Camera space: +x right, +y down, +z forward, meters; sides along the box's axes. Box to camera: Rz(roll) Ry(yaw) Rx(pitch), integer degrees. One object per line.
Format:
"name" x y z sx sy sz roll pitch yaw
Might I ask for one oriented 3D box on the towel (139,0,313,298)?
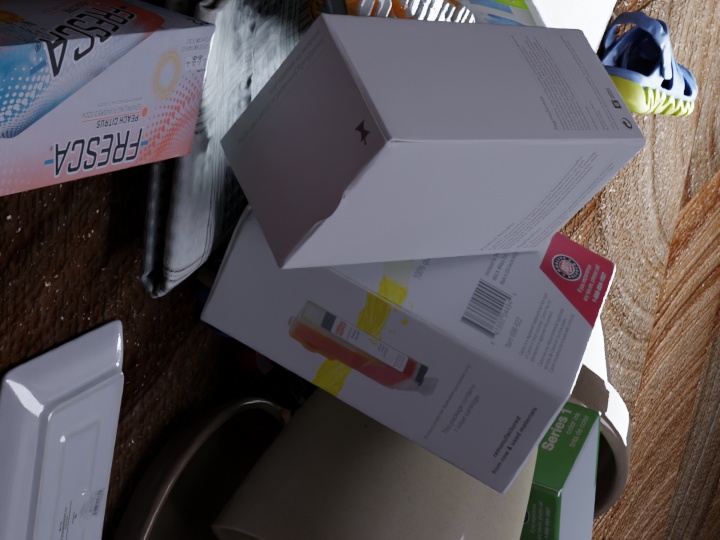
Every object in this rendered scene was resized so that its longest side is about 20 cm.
"towel" -0.059 -0.110 0.986 0.193 0.034 0.202 -48 151 -57

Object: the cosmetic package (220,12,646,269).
"cosmetic package" 0.041 -0.066 0.955 0.199 0.085 0.108 -2 147 -44

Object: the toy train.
"toy train" -0.062 0.042 1.141 0.046 0.034 0.200 -54 155 -13

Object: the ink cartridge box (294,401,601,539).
"ink cartridge box" 0.062 0.144 1.300 0.084 0.198 0.146 -56 154 -39

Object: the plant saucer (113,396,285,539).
"plant saucer" -0.105 0.172 1.151 0.200 0.029 0.202 -49 149 -43

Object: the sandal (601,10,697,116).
"sandal" 0.267 -0.190 1.679 0.200 0.079 0.088 -11 115 -67

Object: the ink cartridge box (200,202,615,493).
"ink cartridge box" 0.030 0.011 1.037 0.084 0.199 0.145 -61 178 36

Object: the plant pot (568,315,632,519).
"plant pot" 0.122 0.081 1.449 0.201 0.198 0.176 83 16 -49

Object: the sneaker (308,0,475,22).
"sneaker" 0.004 -0.146 0.999 0.079 0.077 0.200 -63 162 -8

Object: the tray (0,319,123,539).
"tray" -0.165 0.133 0.985 0.107 0.022 0.202 -30 135 -60

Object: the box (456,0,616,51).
"box" 0.098 -0.210 1.204 0.102 0.112 0.200 -67 159 -7

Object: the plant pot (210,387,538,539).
"plant pot" 0.034 0.116 1.141 0.201 0.186 0.188 -62 157 -16

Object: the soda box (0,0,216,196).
"soda box" -0.142 -0.080 0.803 0.200 0.063 0.069 -23 129 -63
